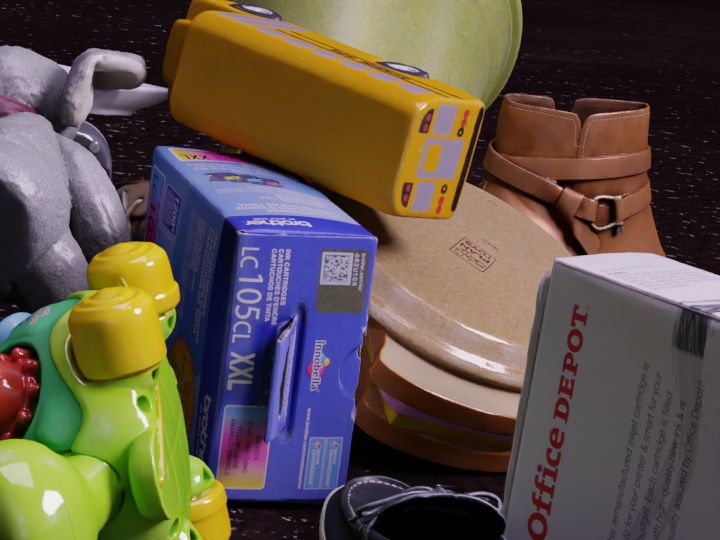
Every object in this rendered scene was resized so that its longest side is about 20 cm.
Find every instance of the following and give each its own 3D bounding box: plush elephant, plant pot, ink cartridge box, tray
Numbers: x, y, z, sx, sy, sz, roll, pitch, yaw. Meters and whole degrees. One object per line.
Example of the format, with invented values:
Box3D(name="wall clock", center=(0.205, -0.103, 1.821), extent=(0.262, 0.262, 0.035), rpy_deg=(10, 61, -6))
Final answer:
Box3D(name="plush elephant", center=(-0.188, -0.048, 1.379), extent=(0.163, 0.201, 0.155), rpy_deg=(3, 27, 10))
Box3D(name="plant pot", center=(-0.008, -0.104, 1.595), extent=(0.199, 0.201, 0.185), rpy_deg=(9, 38, 2))
Box3D(name="ink cartridge box", center=(0.170, 0.087, 1.182), extent=(0.199, 0.148, 0.083), rpy_deg=(22, 19, 41))
Box3D(name="ink cartridge box", center=(-0.052, 0.028, 1.305), extent=(0.076, 0.138, 0.200), rpy_deg=(2, 15, -21))
Box3D(name="tray", center=(-0.220, -0.121, 1.614), extent=(0.198, 0.022, 0.107), rpy_deg=(14, 6, 14))

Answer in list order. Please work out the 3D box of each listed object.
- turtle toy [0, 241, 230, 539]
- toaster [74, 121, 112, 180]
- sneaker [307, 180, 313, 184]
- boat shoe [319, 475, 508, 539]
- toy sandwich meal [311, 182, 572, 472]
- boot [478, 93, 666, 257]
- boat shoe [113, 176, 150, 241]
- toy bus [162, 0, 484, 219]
Box3D(name="turtle toy", center=(-0.119, 0.079, 1.103), extent=(0.100, 0.147, 0.200), rpy_deg=(-11, 14, 4))
Box3D(name="toaster", center=(-0.250, -0.053, 1.569), extent=(0.198, 0.115, 0.129), rpy_deg=(4, 11, -23))
Box3D(name="sneaker", center=(0.000, 0.000, 1.492), extent=(0.078, 0.117, 0.200), rpy_deg=(16, 16, 29))
Box3D(name="boat shoe", center=(0.033, 0.122, 1.143), extent=(0.074, 0.063, 0.200), rpy_deg=(2, 14, -16))
Box3D(name="toy sandwich meal", center=(0.046, 0.023, 1.406), extent=(0.204, 0.071, 0.206), rpy_deg=(23, 27, -12))
Box3D(name="boot", center=(0.159, -0.027, 1.610), extent=(0.198, 0.157, 0.077), rpy_deg=(6, 14, -9))
Box3D(name="boat shoe", center=(-0.122, -0.019, 1.597), extent=(0.064, 0.072, 0.200), rpy_deg=(9, 4, -12))
Box3D(name="toy bus", center=(-0.029, -0.087, 1.378), extent=(0.199, 0.066, 0.078), rpy_deg=(25, 15, 36))
